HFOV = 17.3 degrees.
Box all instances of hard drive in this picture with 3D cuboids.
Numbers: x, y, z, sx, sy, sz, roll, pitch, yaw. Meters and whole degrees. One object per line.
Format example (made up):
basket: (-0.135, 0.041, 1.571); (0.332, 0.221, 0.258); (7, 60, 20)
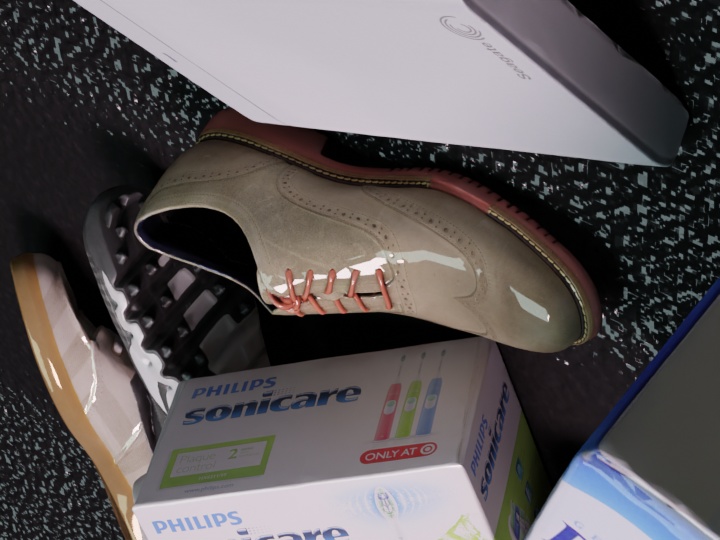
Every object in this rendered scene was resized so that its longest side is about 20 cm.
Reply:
hard drive: (-0.002, -0.080, 0.826); (0.200, 0.027, 0.132); (8, 163, 43)

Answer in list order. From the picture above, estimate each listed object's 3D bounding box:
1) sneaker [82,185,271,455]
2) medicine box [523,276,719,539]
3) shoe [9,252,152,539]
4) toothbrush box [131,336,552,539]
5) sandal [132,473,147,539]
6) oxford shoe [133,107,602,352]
sneaker: (-0.076, 0.050, 1.074); (0.090, 0.066, 0.200); (-8, 124, 49)
medicine box: (0.130, 0.074, 0.760); (0.103, 0.182, 0.200); (37, 147, 11)
shoe: (-0.118, 0.071, 1.170); (0.070, 0.053, 0.200); (-126, 13, -62)
toothbrush box: (0.012, 0.137, 1.010); (0.145, 0.086, 0.200); (-9, 124, 20)
sandal: (-0.080, 0.180, 1.052); (0.203, 0.050, 0.083); (-106, -9, -45)
oxford shoe: (0.000, 0.000, 0.923); (0.200, 0.075, 0.071); (19, 140, 34)
